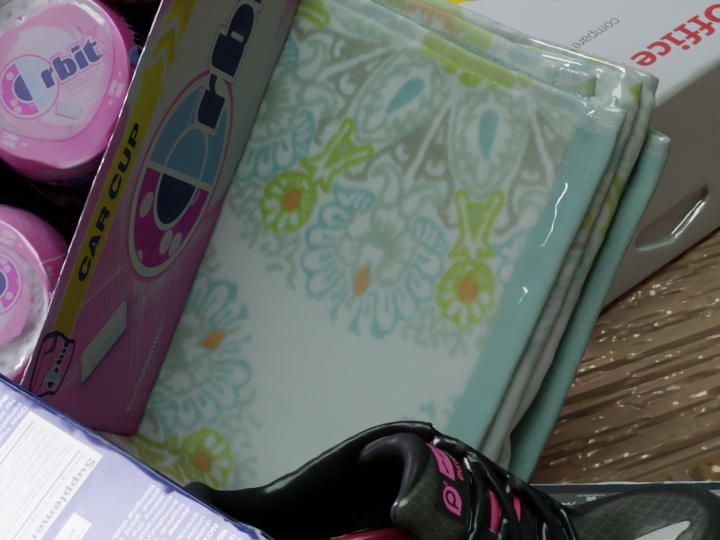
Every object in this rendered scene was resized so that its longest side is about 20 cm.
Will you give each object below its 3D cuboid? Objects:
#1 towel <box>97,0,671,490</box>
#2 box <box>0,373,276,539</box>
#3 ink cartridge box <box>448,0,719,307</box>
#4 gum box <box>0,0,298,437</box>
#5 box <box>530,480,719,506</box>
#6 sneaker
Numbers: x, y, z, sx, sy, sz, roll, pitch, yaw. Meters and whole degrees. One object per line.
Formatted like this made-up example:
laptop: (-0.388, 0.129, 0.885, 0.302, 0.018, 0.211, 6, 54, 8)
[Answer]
towel: (0.000, 0.000, 1.009, 0.171, 0.201, 0.048, 26, 2, 33)
box: (-0.090, 0.105, 0.813, 0.121, 0.032, 0.200, -55, 37, -8)
ink cartridge box: (0.050, -0.078, 1.154, 0.200, 0.085, 0.144, 32, 50, 32)
gum box: (-0.086, -0.051, 0.969, 0.066, 0.201, 0.113, 21, 0, 17)
box: (0.149, 0.134, 0.922, 0.199, 0.049, 0.162, -1, 38, 1)
sneaker: (0.029, 0.089, 0.871, 0.199, 0.084, 0.077, -5, 39, -21)
